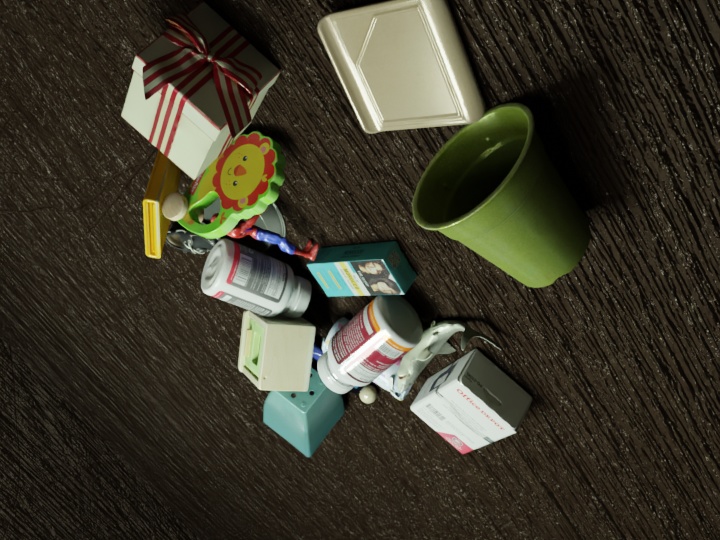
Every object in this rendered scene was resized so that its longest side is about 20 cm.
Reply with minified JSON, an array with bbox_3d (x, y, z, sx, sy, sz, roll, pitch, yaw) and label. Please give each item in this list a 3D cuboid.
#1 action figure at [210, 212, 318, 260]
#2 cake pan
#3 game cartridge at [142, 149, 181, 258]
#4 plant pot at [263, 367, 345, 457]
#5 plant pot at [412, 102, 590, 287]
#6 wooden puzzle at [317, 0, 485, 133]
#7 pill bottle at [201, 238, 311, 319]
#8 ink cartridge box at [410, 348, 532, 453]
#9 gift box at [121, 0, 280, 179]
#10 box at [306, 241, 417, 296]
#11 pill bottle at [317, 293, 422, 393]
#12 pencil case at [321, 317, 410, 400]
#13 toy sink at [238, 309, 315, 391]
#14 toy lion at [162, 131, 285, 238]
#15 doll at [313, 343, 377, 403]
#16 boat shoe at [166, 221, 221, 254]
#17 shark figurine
[{"bbox_3d":[-0.168,-0.090,1.483,0.197,0.101,0.065,13,-179,-24],"label":"action figure"},{"bbox_3d":[-0.234,-0.109,1.582,0.198,0.037,0.202,25,145,19],"label":"cake pan"},{"bbox_3d":[-0.359,-0.153,1.509,0.032,0.203,0.177,9,146,-7],"label":"game cartridge"},{"bbox_3d":[-0.126,0.286,1.817,0.140,0.142,0.201,34,156,16],"label":"plant pot"},{"bbox_3d":[0.203,-0.080,1.090,0.189,0.202,0.199,40,149,-25],"label":"plant pot"},{"bbox_3d":[0.057,-0.277,1.114,0.198,0.037,0.187,0,130,38],"label":"wooden puzzle"},{"bbox_3d":[-0.196,0.024,1.590,0.198,0.112,0.110,23,155,-29],"label":"pill bottle"},{"bbox_3d":[0.204,0.249,1.547,0.144,0.085,0.200,40,148,-3],"label":"ink cartridge box"},{"bbox_3d":[-0.248,-0.266,1.269,0.183,0.201,0.187,36,146,-7],"label":"gift box"},{"bbox_3d":[0.000,0.000,1.478,0.198,0.049,0.083,-3,129,46],"label":"box"},{"bbox_3d":[0.012,0.138,1.512,0.113,0.113,0.200,43,122,-9],"label":"pill bottle"},{"bbox_3d":[0.022,0.174,1.628,0.198,0.091,0.084,31,147,13],"label":"pencil case"},{"bbox_3d":[-0.179,0.152,1.669,0.110,0.133,0.200,5,-172,-23],"label":"toy sink"},{"bbox_3d":[-0.220,-0.144,1.400,0.190,0.202,0.068,27,179,33],"label":"toy lion"},{"bbox_3d":[-0.047,0.219,1.781,0.199,0.049,0.136,39,156,-3],"label":"doll"},{"bbox_3d":[-0.338,-0.063,1.673,0.199,0.060,0.074,21,151,49],"label":"boat shoe"},{"bbox_3d":[0.154,0.132,1.489,0.089,0.130,0.214,27,136,-32],"label":"shark figurine"}]
